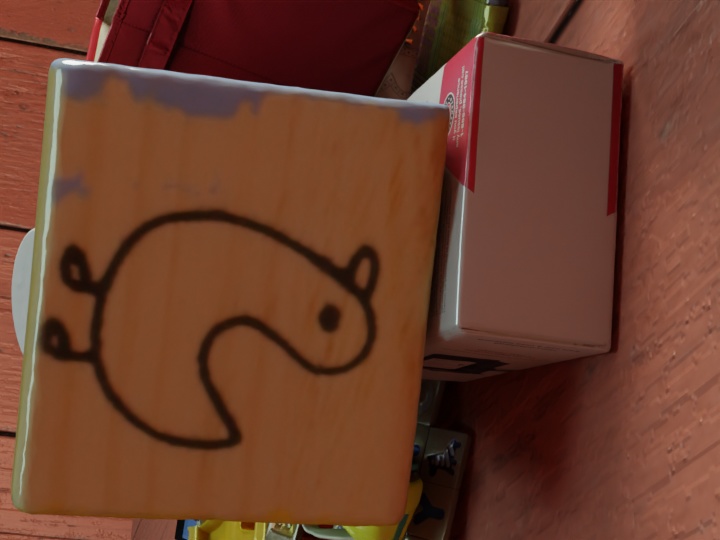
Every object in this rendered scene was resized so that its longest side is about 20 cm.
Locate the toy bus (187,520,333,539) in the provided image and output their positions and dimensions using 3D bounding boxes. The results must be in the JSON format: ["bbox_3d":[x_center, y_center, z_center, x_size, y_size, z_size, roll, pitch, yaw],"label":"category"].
[{"bbox_3d":[-0.043,0.195,0.923,0.191,0.134,0.203,-16,66,56],"label":"toy bus"}]

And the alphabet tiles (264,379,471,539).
[{"bbox_3d":[0.004,0.127,0.807,0.166,0.007,0.203,4,76,50],"label":"alphabet tiles"}]

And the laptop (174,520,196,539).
[{"bbox_3d":[-0.103,0.210,1.158,0.200,0.102,0.180,-138,56,-73],"label":"laptop"}]

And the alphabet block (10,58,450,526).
[{"bbox_3d":[-0.077,0.006,0.650,0.196,0.192,0.203,-154,69,-76],"label":"alphabet block"}]

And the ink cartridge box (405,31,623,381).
[{"bbox_3d":[0.059,-0.022,0.678,0.200,0.083,0.147,150,126,-72],"label":"ink cartridge box"}]

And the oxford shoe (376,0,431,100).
[{"bbox_3d":[0.020,-0.189,0.960,0.073,0.070,0.203,130,146,-57],"label":"oxford shoe"}]

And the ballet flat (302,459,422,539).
[{"bbox_3d":[-0.037,0.129,0.803,0.199,0.066,0.068,18,103,49],"label":"ballet flat"}]

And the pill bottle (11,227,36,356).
[{"bbox_3d":[-0.119,0.015,0.824,0.109,0.198,0.111,4,95,52],"label":"pill bottle"}]

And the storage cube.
[{"bbox_3d":[-0.081,-0.178,0.861,0.172,0.178,0.201,-60,20,29],"label":"storage cube"}]

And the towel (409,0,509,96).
[{"bbox_3d":[0.058,-0.102,0.860,0.144,0.022,0.203,-125,44,-69],"label":"towel"}]
